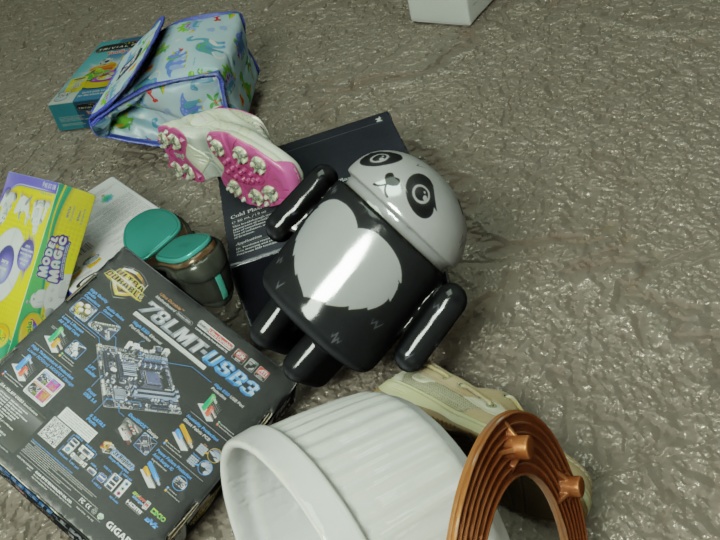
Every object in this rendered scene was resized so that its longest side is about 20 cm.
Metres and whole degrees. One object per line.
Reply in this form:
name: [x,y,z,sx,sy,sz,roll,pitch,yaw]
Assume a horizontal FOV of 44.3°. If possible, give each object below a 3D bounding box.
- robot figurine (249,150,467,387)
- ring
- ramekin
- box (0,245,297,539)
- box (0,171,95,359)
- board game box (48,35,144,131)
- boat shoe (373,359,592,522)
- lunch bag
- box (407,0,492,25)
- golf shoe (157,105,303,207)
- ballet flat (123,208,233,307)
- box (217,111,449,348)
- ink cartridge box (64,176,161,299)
robot figurine: [-0.001,-0.001,0.720,0.201,0.150,0.125,-49,18,3]
ring: [0.096,0.178,0.475,0.019,0.203,0.202,-8,36,31]
ramekin: [0.006,0.171,0.528,0.103,0.204,0.199,-22,36,-26]
box: [-0.184,0.109,0.707,0.198,0.050,0.199,35,57,9]
box: [-0.337,0.010,0.878,0.116,0.048,0.205,12,87,43]
board game box: [-0.366,-0.294,1.357,0.147,0.048,0.202,-4,40,16]
boat shoe: [0.095,0.117,0.660,0.065,0.073,0.198,-39,38,-26]
lunch bag: [-0.249,-0.251,1.180,0.195,0.129,0.172,-7,40,12]
box: [0.135,-0.485,1.281,0.104,0.203,0.153,14,46,32]
golf shoe: [-0.115,-0.122,0.861,0.198,0.077,0.091,24,49,39]
ballet flat: [-0.169,-0.005,0.816,0.068,0.069,0.199,-36,27,-15]
box: [-0.032,-0.046,0.879,0.195,0.106,0.184,-17,38,-1]
ink cartridge box: [-0.261,-0.008,0.939,0.136,0.077,0.198,-37,41,-24]
